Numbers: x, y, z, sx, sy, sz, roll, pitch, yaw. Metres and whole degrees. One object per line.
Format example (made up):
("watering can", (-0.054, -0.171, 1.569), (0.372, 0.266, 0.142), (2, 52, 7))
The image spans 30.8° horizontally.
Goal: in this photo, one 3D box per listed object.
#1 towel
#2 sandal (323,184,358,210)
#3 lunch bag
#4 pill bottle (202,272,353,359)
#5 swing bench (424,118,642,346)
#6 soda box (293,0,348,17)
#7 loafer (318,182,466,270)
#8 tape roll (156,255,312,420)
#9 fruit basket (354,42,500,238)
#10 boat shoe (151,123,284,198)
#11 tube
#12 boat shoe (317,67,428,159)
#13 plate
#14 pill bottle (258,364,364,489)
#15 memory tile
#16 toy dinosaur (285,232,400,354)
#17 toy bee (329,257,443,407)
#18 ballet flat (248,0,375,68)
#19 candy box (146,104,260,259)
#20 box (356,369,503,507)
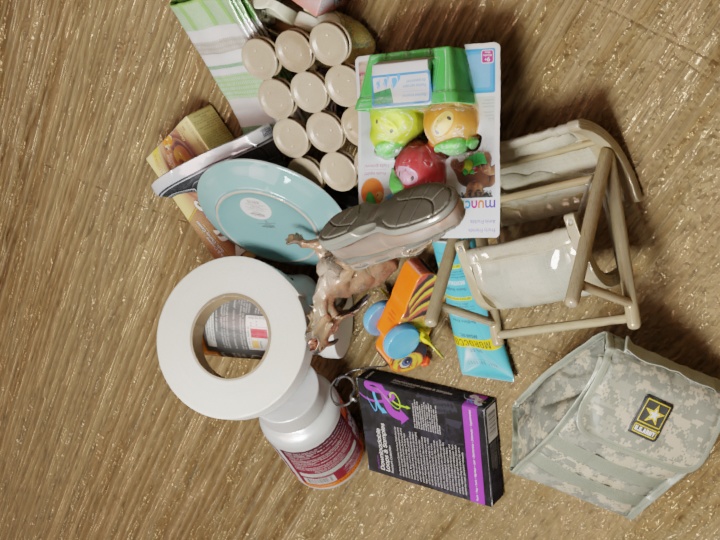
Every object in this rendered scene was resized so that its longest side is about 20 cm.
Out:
("towel", (-0.145, -0.245, 1.583), (0.149, 0.031, 0.201), (2, 131, 50))
("sandal", (-0.017, -0.073, 1.618), (0.199, 0.048, 0.076), (22, 130, 13))
("lunch bag", (0.280, 0.161, 1.410), (0.163, 0.118, 0.200), (23, 134, -15))
("pill bottle", (-0.116, 0.059, 1.690), (0.198, 0.117, 0.117), (4, 118, 16))
("swing bench", (0.185, -0.036, 1.392), (0.198, 0.129, 0.202), (-10, 70, 44))
("soda box", (-0.096, -0.376, 1.497), (0.199, 0.063, 0.069), (37, 132, 17))
("loafer", (0.042, -0.042, 1.367), (0.199, 0.072, 0.063), (-11, 129, 47))
("tape roll", (-0.155, 0.084, 1.617), (0.201, 0.037, 0.205), (-2, 81, 16))
("fruit basket", (0.065, -0.135, 1.385), (0.184, 0.093, 0.202), (2, 87, 37))
("boat shoe", (-0.178, -0.119, 1.638), (0.199, 0.072, 0.068), (-21, 99, 30))
("tube", (0.131, 0.042, 1.558), (0.077, 0.050, 0.201), (9, 124, 44))
("boat shoe", (0.013, -0.182, 1.518), (0.199, 0.057, 0.067), (30, 130, 23))
("plate", (-0.111, -0.061, 1.605), (0.198, 0.026, 0.201), (15, 147, 10))
("pill bottle", (-0.069, 0.200, 1.706), (0.109, 0.110, 0.200), (23, 158, 28))
("memory tile", (-0.047, -0.184, 1.504), (0.152, 0.017, 0.201), (-6, 113, 35))
("toy dinosaur", (0.000, 0.000, 1.570), (0.136, 0.199, 0.086), (58, -175, -39))
("toy bee", (0.051, 0.077, 1.618), (0.200, 0.108, 0.132), (-42, 53, 32))
("ballet flat", (-0.074, -0.291, 1.515), (0.199, 0.071, 0.071), (31, 130, 25))
("candy box", (-0.186, -0.102, 1.729), (0.201, 0.055, 0.115), (55, 135, 1))
("box", (0.089, 0.214, 1.692), (0.199, 0.036, 0.144), (11, 119, 34))
